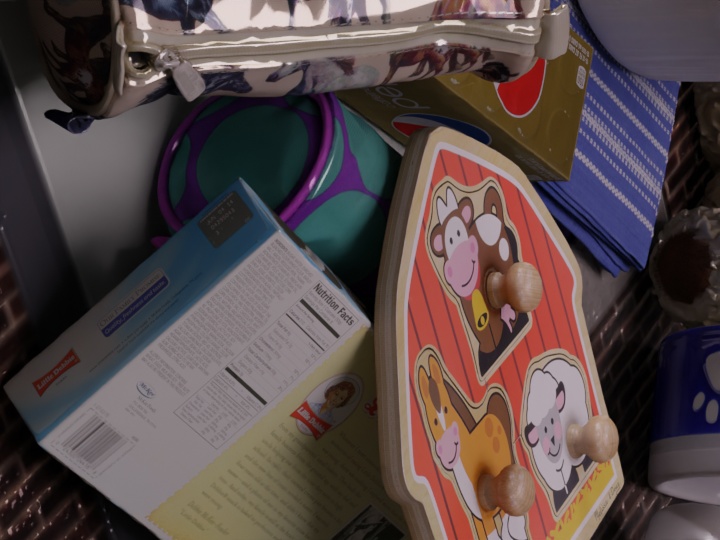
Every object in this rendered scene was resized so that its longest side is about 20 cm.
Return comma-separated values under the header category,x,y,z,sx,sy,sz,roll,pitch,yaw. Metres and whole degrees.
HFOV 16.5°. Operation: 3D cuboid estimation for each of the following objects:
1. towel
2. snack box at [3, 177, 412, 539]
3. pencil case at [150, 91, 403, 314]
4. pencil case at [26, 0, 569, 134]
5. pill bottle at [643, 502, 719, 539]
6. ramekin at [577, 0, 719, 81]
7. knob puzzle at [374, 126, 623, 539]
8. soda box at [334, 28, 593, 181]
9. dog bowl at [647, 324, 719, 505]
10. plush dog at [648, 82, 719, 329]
category,x,y,z,sx,sy,sz,roll,pitch,yaw
towel,0.124,-0.113,1.264,0.145,0.024,0.201,38,58,-50
snack box,-0.033,0.061,0.949,0.116,0.037,0.200,-41,138,2
pencil case,0.000,0.000,1.009,0.093,0.085,0.200,-49,139,-1
pencil case,-0.022,-0.098,0.903,0.199,0.090,0.078,-8,138,-29
pill bottle,0.156,0.223,1.242,0.111,0.110,0.201,55,47,-43
ramekin,0.179,-0.188,1.242,0.200,0.097,0.202,5,84,-55
knob puzzle,0.059,0.037,0.981,0.219,0.030,0.221,21,66,-59
soda box,0.026,-0.102,1.065,0.200,0.064,0.068,31,66,-54
dog bowl,0.252,0.082,1.304,0.200,0.199,0.079,20,71,-56
plush dog,0.270,-0.029,1.349,0.161,0.171,0.201,51,48,-47
